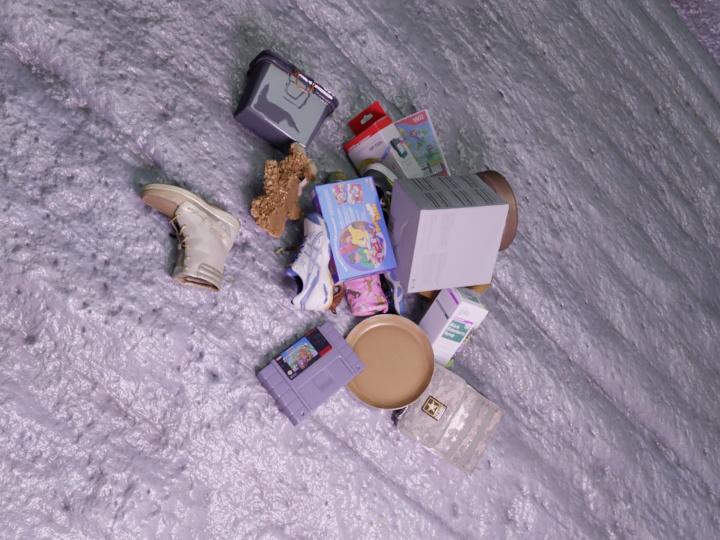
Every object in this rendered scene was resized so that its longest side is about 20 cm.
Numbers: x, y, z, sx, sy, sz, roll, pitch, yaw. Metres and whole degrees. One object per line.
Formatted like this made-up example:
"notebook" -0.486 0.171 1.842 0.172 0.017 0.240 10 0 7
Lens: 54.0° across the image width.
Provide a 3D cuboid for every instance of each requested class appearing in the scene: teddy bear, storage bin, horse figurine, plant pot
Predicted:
"teddy bear" -0.158 -0.167 1.451 0.145 0.066 0.203 31 78 -58
"storage bin" -0.161 -0.343 1.492 0.199 0.145 0.136 31 68 -24
"horse figurine" -0.088 -0.006 1.477 0.132 0.050 0.202 -32 92 -33
"plant pot" 0.056 0.192 1.475 0.196 0.028 0.203 0 69 0
"plant pot" 0.256 -0.132 1.712 0.172 0.200 0.203 -12 81 -19

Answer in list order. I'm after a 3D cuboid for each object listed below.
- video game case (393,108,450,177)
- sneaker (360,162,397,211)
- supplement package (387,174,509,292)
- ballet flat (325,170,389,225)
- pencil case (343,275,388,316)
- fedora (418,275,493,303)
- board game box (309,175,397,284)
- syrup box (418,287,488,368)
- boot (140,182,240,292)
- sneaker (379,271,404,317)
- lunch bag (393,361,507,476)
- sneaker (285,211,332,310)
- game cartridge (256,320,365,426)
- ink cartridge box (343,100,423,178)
"video game case" 0.127 -0.265 1.685 0.017 0.141 0.203 7 64 -78
"sneaker" 0.079 -0.153 1.559 0.199 0.075 0.085 33 48 8
"supplement package" 0.172 -0.081 1.471 0.197 0.194 0.148 -6 34 -20
"ballet flat" -0.003 -0.137 1.570 0.200 0.070 0.071 45 53 -12
"pencil case" 0.000 0.000 1.522 0.083 0.085 0.203 13 62 -69
"fedora" 0.207 0.029 1.643 0.200 0.199 0.083 -42 142 -38
"board game box" -0.015 -0.085 1.468 0.133 0.045 0.203 -12 82 -21
"syrup box" 0.182 0.131 1.534 0.078 0.201 0.082 18 27 -31
"boot" -0.328 -0.060 1.303 0.198 0.072 0.157 26 63 -28
"sneaker" 0.072 0.025 1.569 0.076 0.075 0.203 -6 79 -33
"lunch bag" 0.184 0.309 1.500 0.199 0.117 0.165 34 84 -18
"sneaker" -0.106 -0.021 1.407 0.087 0.075 0.203 -1 73 -17
"game cartridge" -0.095 0.196 1.392 0.199 0.038 0.130 -35 86 -38
"ink cartridge box" 0.042 -0.270 1.619 0.201 0.116 0.067 57 44 -6
